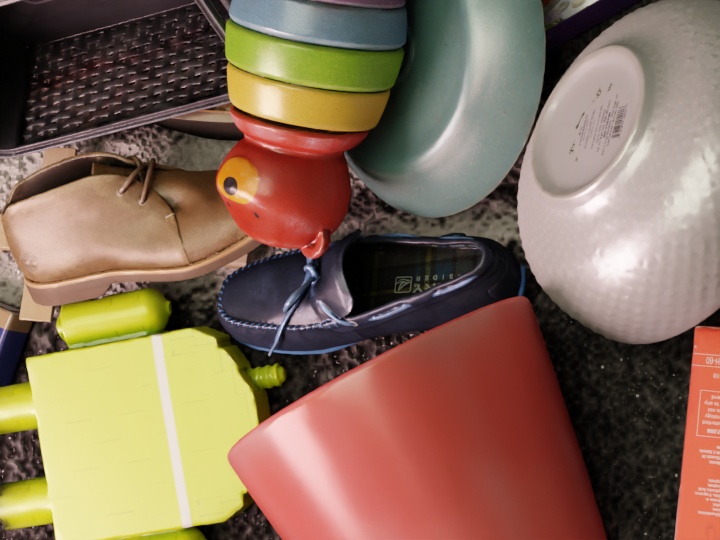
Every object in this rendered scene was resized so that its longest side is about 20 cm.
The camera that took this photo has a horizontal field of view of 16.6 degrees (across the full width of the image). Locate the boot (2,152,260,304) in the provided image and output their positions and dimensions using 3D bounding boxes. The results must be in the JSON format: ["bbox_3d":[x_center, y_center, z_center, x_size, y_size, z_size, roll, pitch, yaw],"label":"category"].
[{"bbox_3d":[-0.129,-0.039,1.528,0.198,0.074,0.076,-15,120,14],"label":"boot"}]

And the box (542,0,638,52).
[{"bbox_3d":[0.121,-0.216,1.487,0.199,0.039,0.138,-28,73,20],"label":"box"}]

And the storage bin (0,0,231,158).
[{"bbox_3d":[-0.171,-0.160,1.505,0.198,0.135,0.094,-13,52,19],"label":"storage bin"}]

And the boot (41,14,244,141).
[{"bbox_3d":[-0.116,-0.124,1.575,0.199,0.074,0.076,11,83,29],"label":"boot"}]

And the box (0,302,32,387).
[{"bbox_3d":[-0.303,0.105,1.656,0.120,0.032,0.202,20,94,25],"label":"box"}]

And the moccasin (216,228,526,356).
[{"bbox_3d":[0.000,0.000,1.498,0.198,0.068,0.081,-11,64,20],"label":"moccasin"}]

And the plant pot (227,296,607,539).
[{"bbox_3d":[0.048,0.138,1.411,0.200,0.200,0.178,-30,83,19],"label":"plant pot"}]

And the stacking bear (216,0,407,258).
[{"bbox_3d":[-0.033,-0.111,1.437,0.121,0.113,0.202,21,107,38],"label":"stacking bear"}]

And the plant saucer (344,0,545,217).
[{"bbox_3d":[0.029,-0.132,1.478,0.199,0.036,0.202,4,95,50],"label":"plant saucer"}]

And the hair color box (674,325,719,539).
[{"bbox_3d":[0.215,0.136,1.369,0.061,0.101,0.202,4,85,23],"label":"hair color box"}]

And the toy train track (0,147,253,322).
[{"bbox_3d":[-0.159,-0.018,1.604,0.198,0.033,0.116,4,79,20],"label":"toy train track"}]

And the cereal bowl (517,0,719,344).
[{"bbox_3d":[0.155,-0.066,1.379,0.200,0.083,0.201,-38,38,38],"label":"cereal bowl"}]

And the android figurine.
[{"bbox_3d":[-0.138,0.104,1.558,0.198,0.041,0.184,-12,88,12],"label":"android figurine"}]
